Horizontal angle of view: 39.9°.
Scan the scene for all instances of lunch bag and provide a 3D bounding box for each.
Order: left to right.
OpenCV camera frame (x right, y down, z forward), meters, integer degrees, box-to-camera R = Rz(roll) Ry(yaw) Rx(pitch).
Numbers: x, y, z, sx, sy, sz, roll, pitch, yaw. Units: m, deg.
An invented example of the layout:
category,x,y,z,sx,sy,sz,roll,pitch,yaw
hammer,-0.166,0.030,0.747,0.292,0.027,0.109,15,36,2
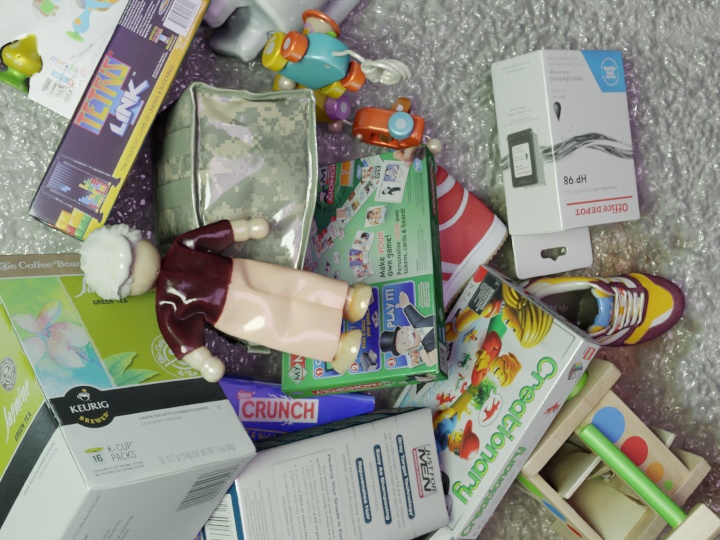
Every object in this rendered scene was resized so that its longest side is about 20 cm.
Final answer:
category,x,y,z,sx,sy,sz,roll,pitch,yaw
lunch bag,-0.107,-0.037,0.798,0.117,0.164,0.200,-1,91,-20

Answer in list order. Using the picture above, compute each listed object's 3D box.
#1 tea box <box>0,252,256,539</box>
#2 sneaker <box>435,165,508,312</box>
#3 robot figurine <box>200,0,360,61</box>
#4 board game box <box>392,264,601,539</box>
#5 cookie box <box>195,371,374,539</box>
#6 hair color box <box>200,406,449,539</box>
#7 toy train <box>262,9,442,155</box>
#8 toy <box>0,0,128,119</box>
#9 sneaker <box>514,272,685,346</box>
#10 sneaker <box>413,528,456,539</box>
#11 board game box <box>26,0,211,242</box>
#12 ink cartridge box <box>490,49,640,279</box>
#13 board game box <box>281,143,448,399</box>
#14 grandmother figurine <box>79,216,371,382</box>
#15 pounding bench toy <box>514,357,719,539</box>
category,x,y,z,sx,sy,sz,roll,pitch,yaw
tea box,-0.207,0.122,0.704,0.134,0.200,0.197,-4,49,-46
sneaker,0.035,-0.005,0.887,0.112,0.071,0.200,46,72,-15
robot figurine,-0.065,-0.269,0.834,0.200,0.113,0.170,-54,130,-9
board game box,0.101,0.111,0.850,0.035,0.126,0.200,19,105,-47
cookie box,-0.088,0.193,0.852,0.171,0.075,0.200,10,89,-17
hair color box,-0.026,0.172,0.763,0.200,0.060,0.100,-7,87,-42
toy train,-0.002,-0.157,0.832,0.150,0.200,0.056,11,77,9
toy,-0.242,-0.236,0.817,0.115,0.047,0.200,27,84,-8
sneaker,0.229,0.040,0.931,0.200,0.090,0.075,-4,92,-15
sneaker,0.084,0.290,0.896,0.121,0.084,0.200,37,89,-8
board game box,-0.191,-0.120,0.773,0.057,0.165,0.200,26,84,-17
ink cartridge box,0.193,-0.098,0.914,0.116,0.067,0.200,-9,93,-38
board game box,0.000,0.000,0.826,0.134,0.029,0.200,-9,67,19
grandmother figurine,-0.097,0.018,0.690,0.200,0.061,0.121,18,59,-13
pounding bench toy,0.210,0.163,0.871,0.156,0.200,0.124,46,80,-12
